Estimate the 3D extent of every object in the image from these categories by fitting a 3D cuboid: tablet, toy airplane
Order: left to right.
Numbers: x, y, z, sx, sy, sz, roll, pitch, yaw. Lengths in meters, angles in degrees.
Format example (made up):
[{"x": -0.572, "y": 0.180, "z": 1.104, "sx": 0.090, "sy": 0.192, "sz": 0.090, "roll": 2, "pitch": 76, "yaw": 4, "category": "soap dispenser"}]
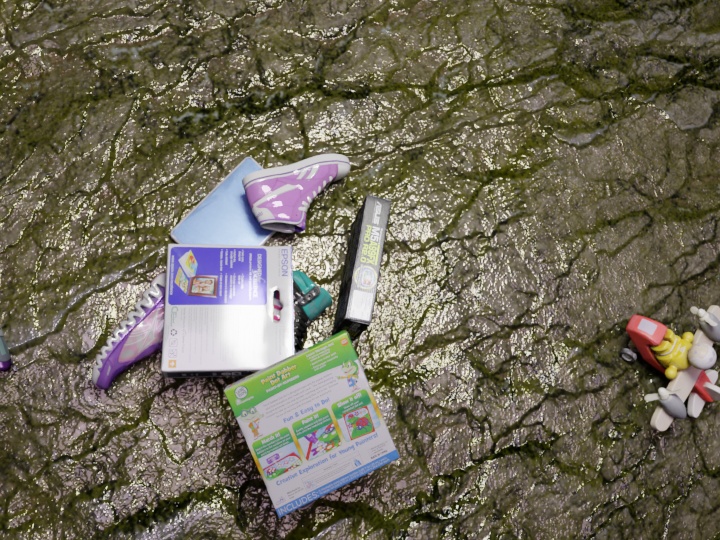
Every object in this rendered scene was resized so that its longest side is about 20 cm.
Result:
[{"x": -0.213, "y": -0.088, "z": 1.136, "sx": 0.130, "sy": 0.014, "sz": 0.200, "roll": 42, "pitch": 71, "yaw": 1, "category": "tablet"}, {"x": 0.576, "y": 0.167, "z": 1.165, "sx": 0.194, "sy": 0.141, "sz": 0.205, "roll": -5, "pitch": 77, "yaw": -13, "category": "toy airplane"}]

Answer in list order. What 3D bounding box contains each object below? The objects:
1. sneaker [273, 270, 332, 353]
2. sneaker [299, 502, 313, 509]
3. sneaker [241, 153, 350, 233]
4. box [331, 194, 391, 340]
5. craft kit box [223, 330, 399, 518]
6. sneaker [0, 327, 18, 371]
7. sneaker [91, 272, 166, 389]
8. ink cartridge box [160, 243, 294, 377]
[{"x": -0.096, "y": 0.082, "z": 1.077, "sx": 0.118, "sy": 0.084, "sz": 0.203, "roll": -19, "pitch": 69, "yaw": -9, "category": "sneaker"}, {"x": -0.039, "y": 0.292, "z": 1.040, "sx": 0.074, "sy": 0.082, "sz": 0.201, "roll": 38, "pitch": 73, "yaw": -1, "category": "sneaker"}, {"x": -0.094, "y": -0.124, "z": 1.132, "sx": 0.197, "sy": 0.073, "sz": 0.116, "roll": -19, "pitch": 77, "yaw": -21, "category": "sneaker"}, {"x": 0.000, "y": 0.000, "z": 1.081, "sx": 0.043, "sy": 0.160, "sz": 0.204, "roll": 12, "pitch": 73, "yaw": -6, "category": "box"}, {"x": -0.070, "y": 0.220, "z": 0.964, "sx": 0.197, "sy": 0.049, "sz": 0.201, "roll": -23, "pitch": 95, "yaw": -5, "category": "craft kit box"}, {"x": -0.611, "y": 0.158, "z": 0.966, "sx": 0.197, "sy": 0.074, "sz": 0.089, "roll": -29, "pitch": 88, "yaw": -17, "category": "sneaker"}, {"x": -0.334, "y": 0.105, "z": 1.034, "sx": 0.088, "sy": 0.080, "sz": 0.202, "roll": 37, "pitch": 71, "yaw": -8, "category": "sneaker"}, {"x": -0.200, "y": 0.060, "z": 1.019, "sx": 0.195, "sy": 0.044, "sz": 0.203, "roll": 0, "pitch": 70, "yaw": -8, "category": "ink cartridge box"}]
